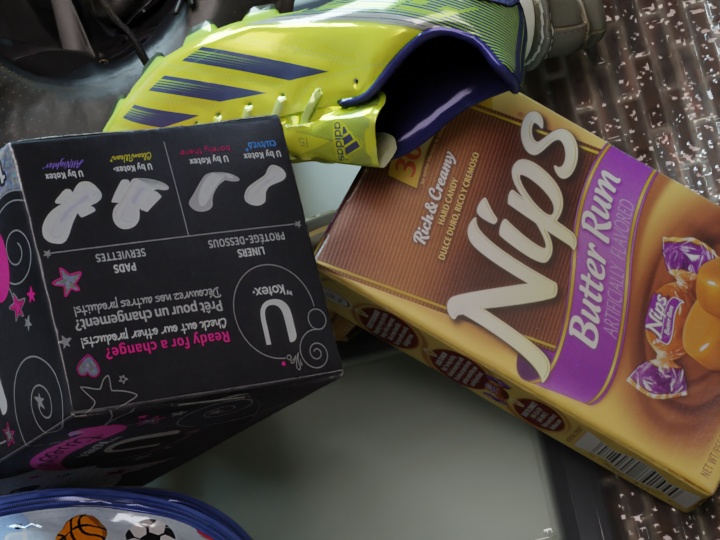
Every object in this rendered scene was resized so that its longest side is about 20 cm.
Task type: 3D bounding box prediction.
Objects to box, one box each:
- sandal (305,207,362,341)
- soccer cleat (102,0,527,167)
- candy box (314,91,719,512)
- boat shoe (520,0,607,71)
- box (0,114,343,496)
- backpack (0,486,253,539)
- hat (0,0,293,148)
[{"bbox_3d":[0.000,0.000,1.313,0.199,0.080,0.054,-22,82,-5],"label":"sandal"},{"bbox_3d":[-0.023,-0.071,1.218,0.199,0.065,0.084,-23,54,14],"label":"soccer cleat"},{"bbox_3d":[0.087,0.004,1.254,0.199,0.056,0.117,29,74,2],"label":"candy box"},{"bbox_3d":[0.050,-0.167,1.384,0.060,0.072,0.202,-8,44,-26],"label":"boat shoe"},{"bbox_3d":[-0.118,0.027,1.191,0.132,0.200,0.115,-8,76,-34],"label":"box"},{"bbox_3d":[-0.104,0.173,1.174,0.199,0.191,0.155,-9,46,7],"label":"backpack"},{"bbox_3d":[-0.134,-0.137,1.309,0.199,0.081,0.202,0,89,-19],"label":"hat"}]
